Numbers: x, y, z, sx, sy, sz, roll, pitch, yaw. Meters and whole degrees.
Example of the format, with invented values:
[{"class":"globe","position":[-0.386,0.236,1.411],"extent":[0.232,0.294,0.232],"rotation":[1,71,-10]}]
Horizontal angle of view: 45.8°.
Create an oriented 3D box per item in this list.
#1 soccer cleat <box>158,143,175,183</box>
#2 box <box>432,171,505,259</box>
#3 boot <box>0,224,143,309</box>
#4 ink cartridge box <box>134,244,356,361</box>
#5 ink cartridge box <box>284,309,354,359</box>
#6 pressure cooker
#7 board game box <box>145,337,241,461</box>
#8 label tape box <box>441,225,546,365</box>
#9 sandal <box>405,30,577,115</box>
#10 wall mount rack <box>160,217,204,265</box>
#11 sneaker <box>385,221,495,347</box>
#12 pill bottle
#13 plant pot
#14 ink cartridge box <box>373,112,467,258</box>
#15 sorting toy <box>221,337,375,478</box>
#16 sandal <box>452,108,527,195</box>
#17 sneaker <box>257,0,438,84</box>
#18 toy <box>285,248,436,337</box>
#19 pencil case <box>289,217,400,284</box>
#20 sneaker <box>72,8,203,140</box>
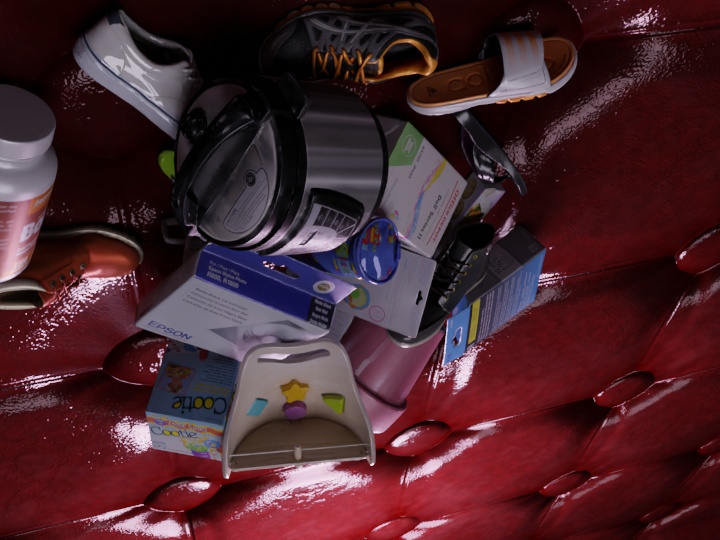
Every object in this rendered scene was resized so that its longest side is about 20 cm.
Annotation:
[{"class":"soccer cleat","position":[-0.137,-0.114,1.005],"extent":[0.199,0.081,0.068],"rotation":[17,141,-11]},{"class":"box","position":[0.131,-0.061,1.222],"extent":[0.038,0.042,0.200],"rotation":[5,139,-34]},{"class":"boot","position":[-0.354,0.003,1.015],"extent":[0.199,0.108,0.075],"rotation":[0,139,-28]},{"class":"ink cartridge box","position":[-0.138,0.045,1.030],"extent":[0.199,0.041,0.200],"rotation":[23,139,-32]},{"class":"ink cartridge box","position":[-0.066,0.068,1.194],"extent":[0.201,0.099,0.039],"rotation":[-60,174,-2]},{"class":"pressure cooker","position":[-0.093,-0.105,0.855],"extent":[0.199,0.178,0.177],"rotation":[-6,102,-49]},{"class":"board game box","position":[-0.211,0.139,1.161],"extent":[0.104,0.201,0.103],"rotation":[10,141,1]},{"class":"label tape box","position":[0.187,0.041,1.308],"extent":[0.199,0.066,0.144],"rotation":[-33,149,-19]},{"class":"sandal","position":[0.152,-0.232,0.974],"extent":[0.205,0.080,0.059],"rotation":[-17,147,-1]},{"class":"wall mount rack","position":[-0.175,-0.003,1.105],"extent":[0.173,0.075,0.201],"rotation":[0,126,-21]},{"class":"sneaker","position":[0.108,0.013,1.170],"extent":[0.200,0.075,0.106],"rotation":[-44,160,-27]},{"class":"pill bottle","position":[-0.378,-0.087,0.877],"extent":[0.112,0.113,0.200],"rotation":[5,138,-31]},{"class":"plant pot","position":[0.023,0.111,1.286],"extent":[0.179,0.200,0.200],"rotation":[-48,139,10]},{"class":"ink cartridge box","position":[0.062,-0.095,1.074],"extent":[0.200,0.067,0.118],"rotation":[34,80,-49]},{"class":"sorting toy","position":[-0.083,0.163,1.093],"extent":[0.198,0.107,0.181],"rotation":[-3,127,-8]},{"class":"sandal","position":[0.149,-0.155,1.082],"extent":[0.048,0.076,0.200],"rotation":[-37,132,14]},{"class":"sneaker","position":[-0.009,-0.232,0.898],"extent":[0.199,0.078,0.078],"rotation":[-13,146,-8]},{"class":"toy","position":[0.000,0.000,1.146],"extent":[0.199,0.047,0.116],"rotation":[19,116,11]},{"class":"pencil case","position":[-0.035,-0.034,1.040],"extent":[0.086,0.199,0.079],"rotation":[-6,102,-40]},{"class":"sneaker","position":[-0.191,-0.189,0.868],"extent":[0.071,0.073,0.200],"rotation":[-34,142,24]}]
